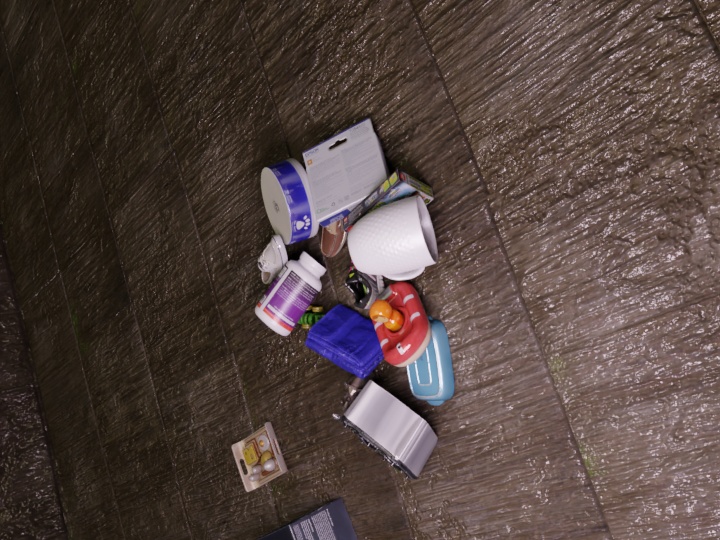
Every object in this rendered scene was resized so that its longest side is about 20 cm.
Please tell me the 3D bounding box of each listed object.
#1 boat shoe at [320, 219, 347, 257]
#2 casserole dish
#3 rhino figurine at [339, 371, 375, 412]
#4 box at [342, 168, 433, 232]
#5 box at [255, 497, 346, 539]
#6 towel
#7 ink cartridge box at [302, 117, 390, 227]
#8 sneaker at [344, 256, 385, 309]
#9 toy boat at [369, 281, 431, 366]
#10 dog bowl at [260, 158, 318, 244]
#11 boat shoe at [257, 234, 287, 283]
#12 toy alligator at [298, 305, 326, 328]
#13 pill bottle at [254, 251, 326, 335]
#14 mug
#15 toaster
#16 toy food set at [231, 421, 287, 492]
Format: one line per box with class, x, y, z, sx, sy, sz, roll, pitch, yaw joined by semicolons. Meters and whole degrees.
boat shoe;-0.071;-0.131;1.635;0.075;0.071;0.206;26;111;37
casserole dish;0.148;0.206;1.494;0.119;0.038;0.207;-10;87;42
rhino figurine;-0.011;0.280;1.553;0.059;0.200;0.090;26;101;10
box;0.059;-0.137;1.491;0.199;0.108;0.036;-39;44;37
box;-0.147;0.703;1.705;0.199;0.193;0.127;-37;70;37
towel;-0.024;0.160;1.579;0.197;0.148;0.050;25;147;36
ink cartridge box;-0.031;-0.230;1.551;0.195;0.041;0.205;-23;62;17
sneaker;0.000;0.000;1.570;0.073;0.086;0.206;-21;80;49
toy boat;0.070;0.108;1.454;0.130;0.129;0.203;-42;42;22
dog bowl;-0.180;-0.173;1.672;0.201;0.077;0.204;50;151;42
boat shoe;-0.235;-0.023;1.738;0.072;0.068;0.201;63;160;19
toy alligator;-0.114;0.126;1.712;0.196;0.053;0.062;5;98;42
pill bottle;-0.174;0.056;1.689;0.112;0.112;0.202;36;89;32
mug;0.075;-0.049;1.449;0.170;0.202;0.151;-15;47;17
toaster;0.062;0.355;1.477;0.178;0.201;0.120;30;76;30
toy food set;-0.298;0.543;1.917;0.199;0.059;0.147;-37;71;38
